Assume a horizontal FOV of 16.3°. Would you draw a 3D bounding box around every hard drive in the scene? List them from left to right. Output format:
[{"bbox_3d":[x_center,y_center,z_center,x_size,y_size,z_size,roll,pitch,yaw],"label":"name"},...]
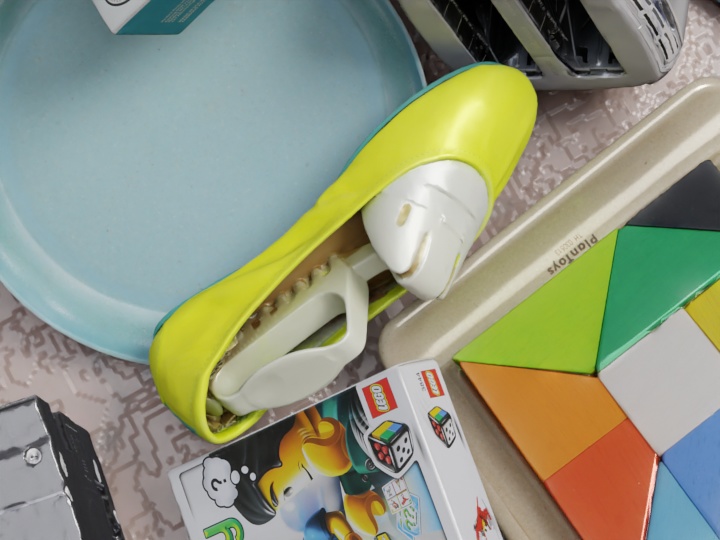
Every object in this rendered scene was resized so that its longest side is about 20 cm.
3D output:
[{"bbox_3d":[-0.102,0.155,0.987,0.038,0.140,0.200,-20,81,-1],"label":"hard drive"}]

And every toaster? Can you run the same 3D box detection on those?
[{"bbox_3d":[0.073,-0.154,1.001,0.113,0.200,0.130,0,72,19],"label":"toaster"}]

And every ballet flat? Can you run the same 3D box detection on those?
[{"bbox_3d":[0.000,0.000,1.014,0.200,0.067,0.067,-39,39,10],"label":"ballet flat"}]

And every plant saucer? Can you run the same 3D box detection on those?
[{"bbox_3d":[-0.071,-0.057,1.042,0.200,0.027,0.201,-1,108,-4],"label":"plant saucer"}]

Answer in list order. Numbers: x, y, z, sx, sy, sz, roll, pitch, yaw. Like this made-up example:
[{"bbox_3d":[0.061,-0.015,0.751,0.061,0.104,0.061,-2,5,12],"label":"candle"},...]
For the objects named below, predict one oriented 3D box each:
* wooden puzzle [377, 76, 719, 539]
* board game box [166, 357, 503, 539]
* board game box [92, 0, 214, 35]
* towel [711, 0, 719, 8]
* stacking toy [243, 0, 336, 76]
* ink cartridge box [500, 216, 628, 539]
[{"bbox_3d":[0.128,0.047,0.986,0.185,0.037,0.200,-38,69,5],"label":"wooden puzzle"},{"bbox_3d":[0.009,0.151,1.007,0.126,0.035,0.200,-27,78,31],"label":"board game box"},{"bbox_3d":[-0.082,-0.214,0.952,0.151,0.047,0.200,-39,75,28],"label":"board game box"},{"bbox_3d":[0.244,-0.170,1.090,0.147,0.022,0.200,38,85,8],"label":"towel"},{"bbox_3d":[-0.015,-0.178,1.078,0.085,0.085,0.201,11,88,4],"label":"stacking toy"},{"bbox_3d":[0.159,0.075,1.011,0.200,0.050,0.161,12,80,24],"label":"ink cartridge box"}]
